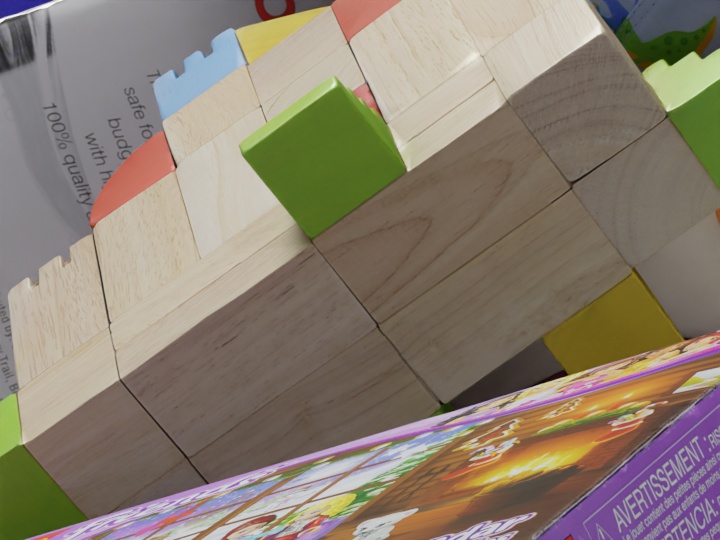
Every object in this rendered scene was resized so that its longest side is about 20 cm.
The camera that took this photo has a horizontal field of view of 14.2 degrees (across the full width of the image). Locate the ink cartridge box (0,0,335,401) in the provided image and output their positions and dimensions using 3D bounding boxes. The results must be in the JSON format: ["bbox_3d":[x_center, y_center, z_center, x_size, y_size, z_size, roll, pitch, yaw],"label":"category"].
[{"bbox_3d":[-0.087,0.005,0.808,0.200,0.147,0.086,-23,3,-26],"label":"ink cartridge box"}]

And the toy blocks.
[{"bbox_3d":[-0.007,-0.017,0.667,0.200,0.100,0.137,-35,26,7],"label":"toy blocks"}]

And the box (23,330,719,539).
[{"bbox_3d":[-0.024,0.065,0.500,0.200,0.039,0.137,-19,5,29],"label":"box"}]

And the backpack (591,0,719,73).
[{"bbox_3d":[0.035,-0.124,0.790,0.154,0.200,0.163,-61,6,31],"label":"backpack"}]

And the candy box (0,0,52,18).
[{"bbox_3d":[-0.121,-0.013,1.019,0.200,0.169,0.077,-19,9,28],"label":"candy box"}]

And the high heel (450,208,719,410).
[{"bbox_3d":[0.063,-0.003,0.729,0.200,0.067,0.096,-34,15,1],"label":"high heel"}]
